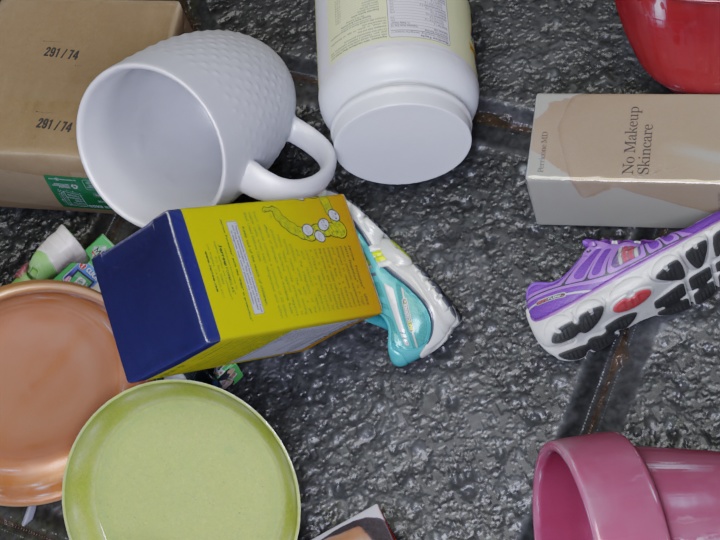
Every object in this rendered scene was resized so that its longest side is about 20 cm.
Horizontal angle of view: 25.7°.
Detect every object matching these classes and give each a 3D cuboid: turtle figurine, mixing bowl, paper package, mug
[{"bbox_3d":[-0.294,0.069,1.361,0.194,0.200,0.144,-39,36,-9],"label":"turtle figurine"},{"bbox_3d":[0.309,-0.215,1.359,0.198,0.109,0.201,-2,28,1],"label":"mixing bowl"},{"bbox_3d":[-0.262,-0.156,1.500,0.198,0.104,0.192,4,64,16],"label":"paper package"},{"bbox_3d":[-0.114,-0.120,1.354,0.199,0.148,0.175,29,33,13],"label":"mug"}]

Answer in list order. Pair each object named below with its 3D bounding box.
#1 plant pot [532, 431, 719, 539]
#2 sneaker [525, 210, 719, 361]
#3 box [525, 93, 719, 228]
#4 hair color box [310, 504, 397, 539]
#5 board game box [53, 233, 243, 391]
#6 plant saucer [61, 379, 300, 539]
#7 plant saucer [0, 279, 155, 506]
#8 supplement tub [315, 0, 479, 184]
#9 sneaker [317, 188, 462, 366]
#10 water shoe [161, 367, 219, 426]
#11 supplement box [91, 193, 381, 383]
[{"bbox_3d":[0.233,0.209,1.124,0.177,0.201,0.201,-7,58,-7],"label":"plant pot"},{"bbox_3d":[0.226,-0.006,1.304,0.199,0.081,0.084,-25,52,1],"label":"sneaker"},{"bbox_3d":[0.247,-0.093,1.345,0.198,0.078,0.096,1,62,15],"label":"box"},{"bbox_3d":[-0.051,0.269,1.204,0.199,0.062,0.102,-28,23,-3],"label":"hair color box"},{"bbox_3d":[-0.217,0.074,1.401,0.134,0.029,0.200,-42,60,-11],"label":"board game box"},{"bbox_3d":[-0.142,0.185,1.270,0.198,0.031,0.202,1,96,11],"label":"plant saucer"},{"bbox_3d":[-0.266,0.096,1.278,0.200,0.201,0.037,-34,32,-6],"label":"plant saucer"},{"bbox_3d":[0.032,-0.195,1.419,0.144,0.145,0.201,-9,60,10],"label":"supplement tub"},{"bbox_3d":[0.000,0.000,1.363,0.080,0.078,0.200,-43,59,-1],"label":"sneaker"},{"bbox_3d":[-0.142,0.044,1.341,0.078,0.072,0.201,-21,60,-4],"label":"water shoe"},{"bbox_3d":[-0.098,0.012,1.280,0.109,0.199,0.110,-27,77,41],"label":"supplement box"}]
